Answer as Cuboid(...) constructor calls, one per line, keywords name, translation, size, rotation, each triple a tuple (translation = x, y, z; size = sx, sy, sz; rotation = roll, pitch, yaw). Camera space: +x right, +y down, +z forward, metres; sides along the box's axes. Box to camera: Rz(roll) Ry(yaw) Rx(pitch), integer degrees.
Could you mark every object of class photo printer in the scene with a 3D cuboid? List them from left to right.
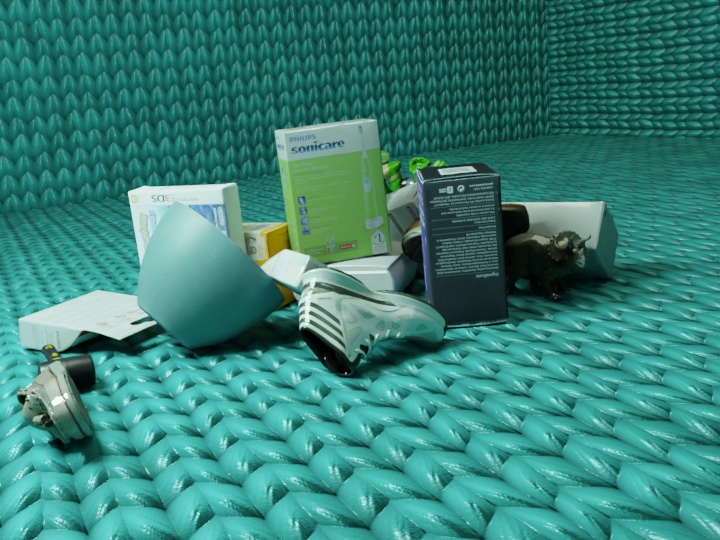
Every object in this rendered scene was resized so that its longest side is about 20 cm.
Cuboid(name="photo printer", translation=(0.000, 0.000, 1.315), size=(0.165, 0.070, 0.200), rotation=(-1, 14, 18))

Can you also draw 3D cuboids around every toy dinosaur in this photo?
Cuboid(name="toy dinosaur", translation=(0.258, -0.016, 1.203), size=(0.077, 0.103, 0.199), rotation=(-17, 18, -42))

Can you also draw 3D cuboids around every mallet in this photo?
Cuboid(name="mallet", translation=(-0.396, 0.120, 1.050), size=(0.065, 0.042, 0.199), rotation=(-10, 9, -34))

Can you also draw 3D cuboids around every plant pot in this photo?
Cuboid(name="plant pot", translation=(-0.219, 0.026, 1.105), size=(0.135, 0.200, 0.200), rotation=(-50, 28, -13))

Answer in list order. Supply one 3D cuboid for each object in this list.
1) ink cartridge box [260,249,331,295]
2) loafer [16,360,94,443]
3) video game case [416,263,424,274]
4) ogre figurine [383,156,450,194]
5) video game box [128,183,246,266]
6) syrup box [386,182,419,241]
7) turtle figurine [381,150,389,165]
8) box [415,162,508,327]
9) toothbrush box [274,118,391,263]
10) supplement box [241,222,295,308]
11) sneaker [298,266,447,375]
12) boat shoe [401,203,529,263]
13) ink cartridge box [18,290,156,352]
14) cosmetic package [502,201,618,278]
Cuboid(name="ink cartridge box", translation=(-0.057, 0.021, 1.121), size=(0.160, 0.050, 0.200), rotation=(30, -4, -29))
Cuboid(name="loafer", translation=(-0.324, 0.145, 0.861), size=(0.063, 0.072, 0.200), rotation=(-28, 14, -19))
Cuboid(name="video game case", translation=(0.147, -0.065, 1.477), size=(0.199, 0.046, 0.181), rotation=(-28, 19, -20))
Cuboid(name="ogre figurine", translation=(0.094, -0.138, 1.471), size=(0.199, 0.121, 0.098), rotation=(-10, 28, 30))
Cuboid(name="video game box", translation=(-0.262, -0.031, 1.270), size=(0.181, 0.202, 0.047), rotation=(1, 16, 28))
Cuboid(name="syrup box", translation=(0.045, -0.078, 1.419), size=(0.199, 0.082, 0.079), rotation=(-19, 26, 37))
Cuboid(name="turtle figurine", translation=(0.010, -0.150, 1.628), size=(0.143, 0.195, 0.200), rotation=(23, 39, 31))
Cuboid(name="box", translation=(0.138, -0.039, 1.133), size=(0.103, 0.202, 0.148), rotation=(-5, 12, 2))
Cuboid(name="toothbrush box", translation=(-0.041, -0.120, 1.249), size=(0.144, 0.202, 0.086), rotation=(-11, 15, -14))
Cuboid(name="supplement box", translation=(-0.207, -0.009, 1.318), size=(0.198, 0.127, 0.073), rotation=(0, 16, 27))
Cuboid(name="sneaker", translation=(0.011, 0.081, 0.988), size=(0.199, 0.116, 0.076), rotation=(20, -30, -21))
Cuboid(name="boat shoe", translation=(0.157, -0.072, 1.260), size=(0.198, 0.076, 0.074), rotation=(-11, 38, 21))
Cuboid(name="ink cartridge box", translation=(-0.368, 0.080, 1.202), size=(0.198, 0.048, 0.160), rotation=(8, 17, 27))
Cuboid(name="cosmetic package", translation=(0.288, -0.049, 1.281), size=(0.199, 0.085, 0.108), rotation=(3, -24, 34))
